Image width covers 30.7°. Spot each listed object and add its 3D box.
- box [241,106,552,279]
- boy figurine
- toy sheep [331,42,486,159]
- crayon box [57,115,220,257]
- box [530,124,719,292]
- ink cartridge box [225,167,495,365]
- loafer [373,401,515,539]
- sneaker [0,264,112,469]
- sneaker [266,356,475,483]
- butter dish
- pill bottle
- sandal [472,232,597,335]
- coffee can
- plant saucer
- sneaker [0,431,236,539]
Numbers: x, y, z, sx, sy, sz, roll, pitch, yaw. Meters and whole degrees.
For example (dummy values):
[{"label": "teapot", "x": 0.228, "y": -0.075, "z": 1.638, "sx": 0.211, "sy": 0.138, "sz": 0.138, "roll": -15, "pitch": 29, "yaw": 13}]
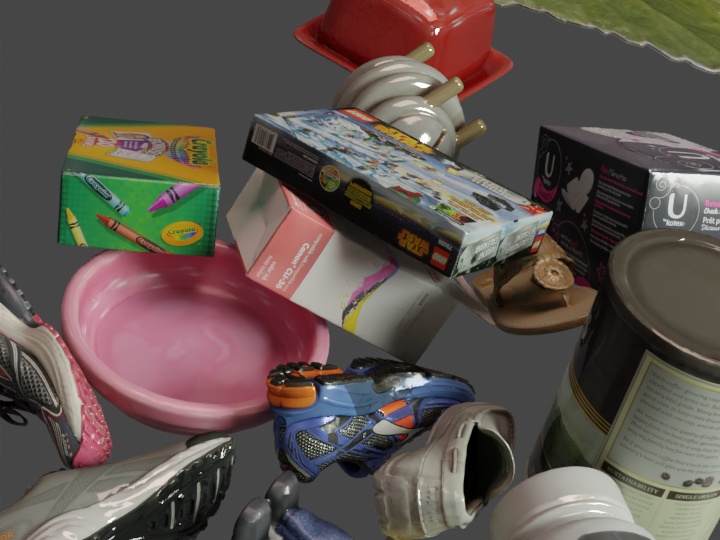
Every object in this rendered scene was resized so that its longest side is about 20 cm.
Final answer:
[{"label": "box", "x": 0.028, "y": -0.064, "z": 0.980, "sx": 0.199, "sy": 0.040, "sz": 0.136, "roll": 31, "pitch": 25, "yaw": 27}, {"label": "boy figurine", "x": 0.008, "y": 0.211, "z": 0.807, "sx": 0.199, "sy": 0.065, "sz": 0.124, "roll": 31, "pitch": 35, "yaw": 23}, {"label": "toy sheep", "x": 0.038, "y": -0.133, "z": 1.210, "sx": 0.136, "sy": 0.140, "sz": 0.201, "roll": 5, "pitch": 24, "yaw": -15}, {"label": "crayon box", "x": -0.174, "y": -0.071, "z": 1.053, "sx": 0.117, "sy": 0.059, "sz": 0.200, "roll": 5, "pitch": 18, "yaw": -9}, {"label": "box", "x": 0.234, "y": -0.045, "z": 1.057, "sx": 0.130, "sy": 0.117, "sz": 0.200, "roll": 1, "pitch": 16, "yaw": -17}, {"label": "ink cartridge box", "x": 0.000, "y": 0.000, "z": 1.022, "sx": 0.198, "sy": 0.068, "sz": 0.117, "roll": 29, "pitch": 16, "yaw": -24}, {"label": "loafer", "x": 0.075, "y": 0.134, "z": 0.891, "sx": 0.069, "sy": 0.071, "sz": 0.200, "roll": -6, "pitch": 9, "yaw": 25}, {"label": "sneaker", "x": -0.237, "y": 0.071, "z": 0.895, "sx": 0.074, "sy": 0.081, "sz": 0.200, "roll": -36, "pitch": 54, "yaw": -19}, {"label": "sneaker", "x": 0.006, "y": 0.107, "z": 0.941, "sx": 0.198, "sy": 0.080, "sz": 0.075, "roll": 2, "pitch": 8, "yaw": -44}, {"label": "butter dish", "x": 0.060, "y": -0.284, "z": 1.404, "sx": 0.198, "sy": 0.149, "sz": 0.199, "roll": 31, "pitch": 39, "yaw": 21}, {"label": "pill bottle", "x": 0.149, "y": 0.225, "z": 0.798, "sx": 0.111, "sy": 0.114, "sz": 0.201, "roll": 3, "pitch": 38, "yaw": -17}, {"label": "sandal", "x": 0.126, "y": -0.002, "z": 1.041, "sx": 0.077, "sy": 0.071, "sz": 0.212, "roll": -21, "pitch": 9, "yaw": -8}, {"label": "coffee can", "x": 0.210, "y": 0.095, "z": 0.918, "sx": 0.144, "sy": 0.202, "sz": 0.147, "roll": 10, "pitch": 36, "yaw": -8}, {"label": "plant saucer", "x": -0.123, "y": 0.052, "z": 0.974, "sx": 0.197, "sy": 0.051, "sz": 0.202, "roll": 10, "pitch": 36, "yaw": -8}, {"label": "sneaker", "x": -0.158, "y": 0.145, "z": 0.822, "sx": 0.079, "sy": 0.075, "sz": 0.199, "roll": 34, "pitch": 40, "yaw": 32}]
